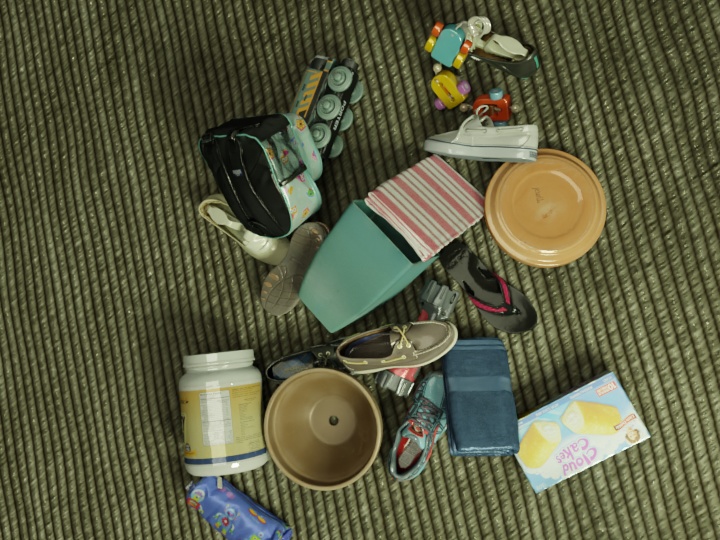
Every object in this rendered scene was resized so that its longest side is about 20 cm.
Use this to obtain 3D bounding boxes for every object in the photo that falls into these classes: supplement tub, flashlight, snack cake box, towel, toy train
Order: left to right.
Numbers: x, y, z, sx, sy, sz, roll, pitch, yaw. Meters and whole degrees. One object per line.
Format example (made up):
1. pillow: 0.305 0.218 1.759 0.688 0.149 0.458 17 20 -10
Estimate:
1. supplement tub: -0.237 0.241 1.208 0.144 0.144 0.201 -7 84 12
2. toy train: -0.073 -0.288 1.248 0.114 0.085 0.201 21 90 23
3. flashlight: 0.093 0.113 1.190 0.068 0.068 0.201 25 87 -23
4. towel: 0.117 -0.109 1.160 0.146 0.200 0.030 46 140 11
5. toy train: 0.189 -0.336 1.177 0.150 0.056 0.200 3 131 31
6. towel: 0.190 0.201 1.124 0.111 0.049 0.201 0 54 -2
7. snack cake box: 0.340 0.256 1.120 0.200 0.067 0.115 -30 79 9

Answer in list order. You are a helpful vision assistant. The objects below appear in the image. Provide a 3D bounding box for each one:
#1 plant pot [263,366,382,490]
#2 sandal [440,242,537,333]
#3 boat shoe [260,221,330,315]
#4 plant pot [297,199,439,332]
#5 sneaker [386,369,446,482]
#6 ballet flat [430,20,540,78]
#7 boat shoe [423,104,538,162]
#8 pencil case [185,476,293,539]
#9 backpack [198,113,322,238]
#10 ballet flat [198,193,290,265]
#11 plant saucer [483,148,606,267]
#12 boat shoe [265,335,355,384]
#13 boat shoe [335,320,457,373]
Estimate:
1. plant pot: -0.056 0.263 1.192 0.200 0.093 0.202 -1 86 12
2. sandal: 0.211 0.032 1.176 0.200 0.045 0.075 45 95 12
3. boat shoe: -0.107 -0.002 1.235 0.076 0.072 0.200 40 115 8
4. plant pot: 0.000 0.000 1.177 0.141 0.141 0.200 47 113 12
5. sneaker: 0.105 0.261 1.155 0.079 0.096 0.201 22 88 12
6. ballet flat: 0.214 -0.391 1.195 0.199 0.068 0.068 22 80 13
7. boat shoe: 0.200 -0.229 1.161 0.201 0.074 0.086 10 94 37
8. pencil case: -0.212 0.427 1.222 0.200 0.078 0.087 35 116 12
9. backpack: -0.155 -0.161 1.180 0.175 0.153 0.201 3 120 41
10. ballet flat: -0.211 -0.073 1.266 0.200 0.069 0.070 33 93 13
11. plant saucer: 0.305 -0.106 1.154 0.199 0.032 0.201 0 79 2
12. boat shoe: -0.071 0.163 1.222 0.199 0.057 0.069 -16 82 11
13. boat shoe: 0.057 0.120 1.134 0.199 0.060 0.072 -15 62 20
